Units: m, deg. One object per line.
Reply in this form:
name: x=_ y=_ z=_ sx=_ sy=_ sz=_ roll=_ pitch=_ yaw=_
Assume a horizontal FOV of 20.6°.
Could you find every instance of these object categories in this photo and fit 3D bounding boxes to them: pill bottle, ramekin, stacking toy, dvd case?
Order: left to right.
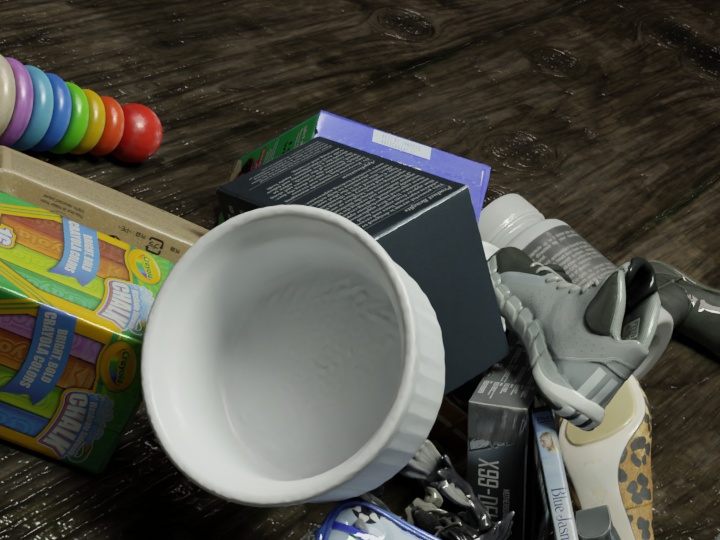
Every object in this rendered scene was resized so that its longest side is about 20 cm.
stacking toy: x=-0.261 y=-0.138 z=1.756 sx=0.200 sy=0.085 sz=0.085 roll=8 pitch=33 yaw=-44
ramekin: x=-0.039 y=0.063 z=1.335 sx=0.200 sy=0.201 sz=0.098 roll=42 pitch=6 yaw=24
pill bottle: x=0.187 y=0.024 z=1.866 sx=0.200 sy=0.113 sz=0.113 roll=44 pitch=30 yaw=25
dvd case: x=0.153 y=0.218 z=1.431 sx=0.018 sy=0.143 sz=0.200 roll=-11 pitch=51 yaw=4

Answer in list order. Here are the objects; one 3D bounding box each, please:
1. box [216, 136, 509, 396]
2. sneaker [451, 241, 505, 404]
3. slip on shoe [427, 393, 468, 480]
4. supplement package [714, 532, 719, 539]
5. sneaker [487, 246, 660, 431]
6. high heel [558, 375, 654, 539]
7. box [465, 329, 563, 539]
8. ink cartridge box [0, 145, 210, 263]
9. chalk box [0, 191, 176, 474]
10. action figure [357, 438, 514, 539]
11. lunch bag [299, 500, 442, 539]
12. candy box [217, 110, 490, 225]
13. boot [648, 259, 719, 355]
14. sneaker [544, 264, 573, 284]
box: x=0.000 y=0.000 z=1.513 sx=0.107 sy=0.149 sz=0.200 roll=-29 pitch=30 yaw=-26
sneaker: x=0.111 y=0.046 z=1.662 sx=0.074 sy=0.116 sz=0.200 roll=13 pitch=-20 yaw=22
slip on shoe: x=0.042 y=0.115 z=1.631 sx=0.200 sy=0.076 sz=0.061 roll=40 pitch=-16 yaw=43
supplement package: x=0.344 y=0.260 z=1.561 sx=0.151 sy=0.152 sz=0.200 roll=35 pitch=27 yaw=10
sneaker: x=0.169 y=0.022 z=1.480 sx=0.075 sy=0.116 sz=0.200 roll=30 pitch=23 yaw=-34
high heel: x=0.208 y=0.180 z=1.579 sx=0.071 sy=0.143 sz=0.200 roll=-8 pitch=42 yaw=21
box: x=0.129 y=0.136 z=1.560 sx=0.050 sy=0.158 sz=0.200 roll=6 pitch=22 yaw=16
ink cartridge box: x=-0.204 y=-0.021 z=1.549 sx=0.200 sy=0.075 sz=0.165 roll=22 pitch=4 yaw=-12
chalk box: x=-0.208 y=0.050 z=1.420 sx=0.200 sy=0.124 sz=0.125 roll=22 pitch=28 yaw=-14
action figure: x=0.032 y=0.178 z=1.449 sx=0.102 sy=0.119 sz=0.200 roll=34 pitch=9 yaw=-37
lunch bag: x=0.035 y=0.245 z=1.323 sx=0.200 sy=0.076 sz=0.160 roll=28 pitch=47 yaw=-2
candy box: x=-0.009 y=-0.062 z=1.740 sx=0.169 sy=0.200 sz=0.077 roll=17 pitch=72 yaw=-21
boot: x=0.307 y=0.052 z=1.982 sx=0.182 sy=0.073 sz=0.200 roll=25 pitch=16 yaw=24
sneaker: x=0.180 y=0.061 z=1.735 sx=0.099 sy=0.071 sz=0.200 roll=57 pitch=-6 yaw=29
